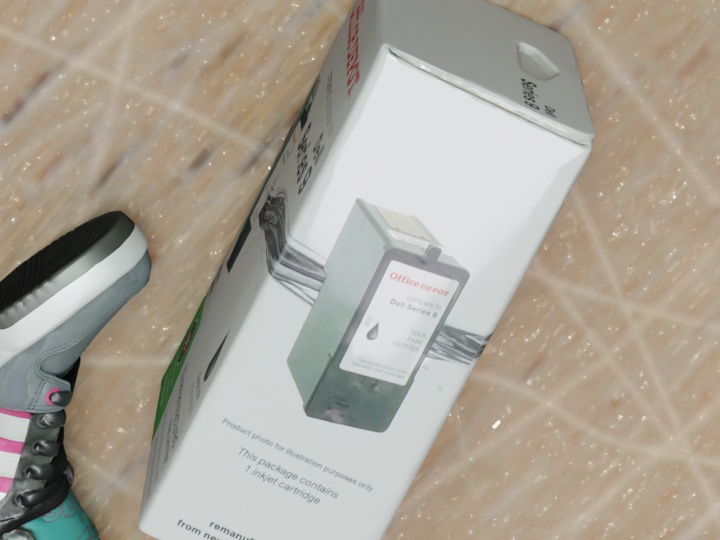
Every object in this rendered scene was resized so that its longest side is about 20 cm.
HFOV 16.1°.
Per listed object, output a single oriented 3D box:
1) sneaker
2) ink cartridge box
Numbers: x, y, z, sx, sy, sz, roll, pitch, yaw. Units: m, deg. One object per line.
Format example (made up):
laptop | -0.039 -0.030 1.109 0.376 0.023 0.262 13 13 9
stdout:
sneaker | -0.126 0.077 0.990 0.200 0.084 0.121 -40 102 21
ink cartridge box | 0.000 0.000 0.934 0.084 0.146 0.200 25 108 -9
